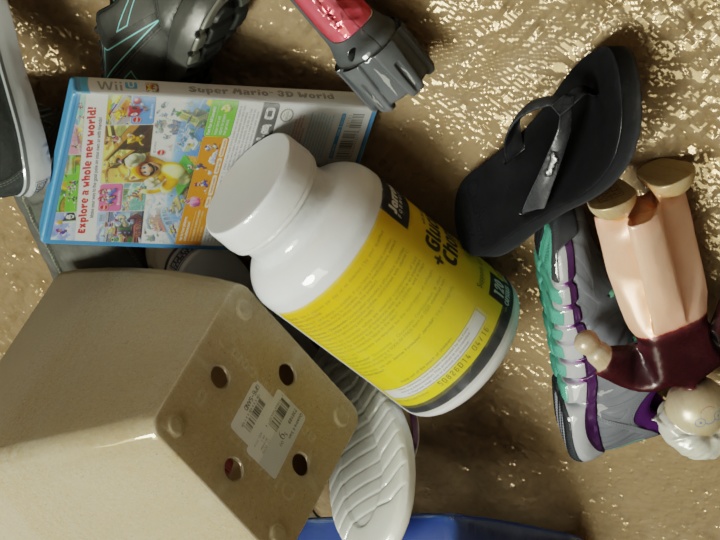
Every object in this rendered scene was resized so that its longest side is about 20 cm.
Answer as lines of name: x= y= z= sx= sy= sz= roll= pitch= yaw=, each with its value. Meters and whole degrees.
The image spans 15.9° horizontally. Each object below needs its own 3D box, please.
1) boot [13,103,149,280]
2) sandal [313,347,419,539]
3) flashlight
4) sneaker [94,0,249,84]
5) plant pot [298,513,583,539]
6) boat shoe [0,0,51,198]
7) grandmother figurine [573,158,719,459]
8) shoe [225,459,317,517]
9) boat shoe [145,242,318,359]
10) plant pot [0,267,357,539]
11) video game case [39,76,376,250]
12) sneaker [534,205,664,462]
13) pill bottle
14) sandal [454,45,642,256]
boot: x=-0.224 y=-0.040 z=1.822 sx=0.182 sy=0.073 sz=0.200 roll=25 pitch=157 yaw=36
sandal: x=0.014 y=0.114 z=1.760 sx=0.050 sy=0.203 sz=0.082 roll=20 pitch=127 yaw=-30
flashlight: x=-0.032 y=-0.185 z=1.587 sx=0.068 sy=0.068 sz=0.200 roll=-27 pitch=112 yaw=38
sneaker: x=-0.135 y=-0.139 z=1.691 sx=0.079 sy=0.075 sz=0.200 roll=40 pitch=132 yaw=11
plant pot: x=0.030 y=0.269 z=1.825 sx=0.200 sy=0.180 sz=0.200 roll=-5 pitch=167 yaw=32
boat shoe: x=-0.257 y=-0.140 z=1.679 sx=0.069 sy=0.057 sz=0.200 roll=-39 pitch=69 yaw=59
grandmother figurine: x=0.195 y=0.034 z=1.642 sx=0.121 sy=0.061 sz=0.200 roll=-18 pitch=114 yaw=4
shoe: x=-0.091 y=0.191 z=1.937 sx=0.071 sy=0.091 sz=0.200 roll=-5 pitch=126 yaw=31
boat shoe: x=-0.092 y=0.044 z=1.826 sx=0.066 sy=0.072 sz=0.200 roll=33 pitch=165 yaw=47
plant pot: x=-0.124 y=0.114 z=1.706 sx=0.177 sy=0.200 sz=0.200 roll=-18 pitch=122 yaw=43
video game case: x=-0.102 y=-0.067 z=1.692 sx=0.200 sy=0.018 sz=0.143 roll=2 pitch=139 yaw=-16
sneaker: x=0.165 y=0.031 z=1.697 sx=0.087 sy=0.074 sz=0.200 roll=-11 pitch=125 yaw=-2
pill bottle: x=0.000 y=0.000 z=1.680 sx=0.200 sy=0.112 sz=0.112 roll=38 pitch=137 yaw=-25
sandal: x=0.111 y=-0.067 z=1.607 sx=0.043 sy=0.076 sz=0.200 roll=3 pitch=147 yaw=-32
